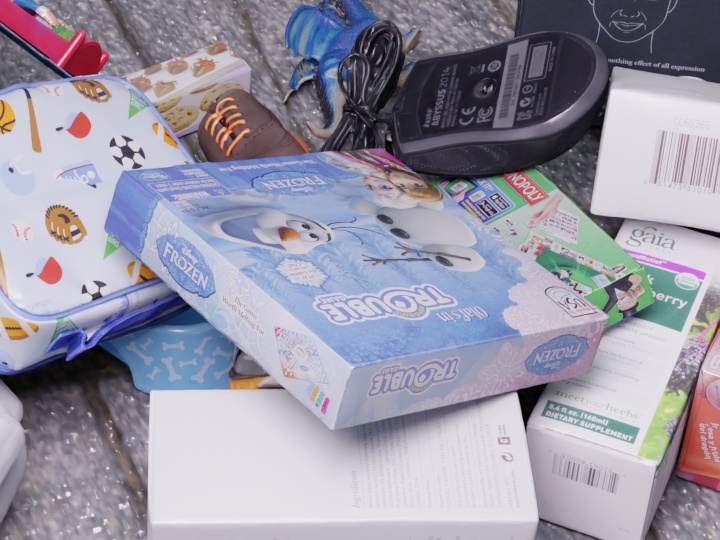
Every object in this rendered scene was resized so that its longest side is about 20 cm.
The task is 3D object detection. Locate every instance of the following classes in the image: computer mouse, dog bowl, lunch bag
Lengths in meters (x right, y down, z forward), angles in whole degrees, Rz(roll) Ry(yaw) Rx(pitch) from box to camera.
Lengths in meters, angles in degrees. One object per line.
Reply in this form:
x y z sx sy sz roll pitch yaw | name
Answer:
0.074 -0.103 1.412 0.200 0.053 0.139 -3 53 31 | computer mouse
-0.148 0.009 1.363 0.199 0.050 0.112 17 45 15 | dog bowl
-0.174 -0.025 1.255 0.200 0.076 0.160 -22 73 -47 | lunch bag

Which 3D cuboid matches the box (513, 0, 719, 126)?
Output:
0.185 -0.205 1.512 0.148 0.200 0.107 7 43 2 | box

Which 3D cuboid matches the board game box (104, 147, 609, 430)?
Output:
-0.001 0.002 1.203 0.200 0.043 0.199 -9 38 -44 | board game box

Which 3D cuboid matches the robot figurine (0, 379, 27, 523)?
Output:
-0.251 0.126 1.184 0.169 0.113 0.200 -27 27 33 | robot figurine

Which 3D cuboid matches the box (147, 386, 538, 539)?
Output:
-0.014 0.139 1.186 0.199 0.125 0.098 0 43 -5 | box

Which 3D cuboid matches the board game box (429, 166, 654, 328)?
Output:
0.075 -0.003 1.344 0.134 0.029 0.200 -26 31 -8 | board game box

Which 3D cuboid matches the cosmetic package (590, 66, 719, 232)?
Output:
0.206 -0.078 1.402 0.113 0.081 0.200 10 9 7 | cosmetic package

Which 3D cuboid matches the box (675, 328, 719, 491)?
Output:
0.274 0.046 1.330 0.102 0.095 0.200 20 45 15 | box

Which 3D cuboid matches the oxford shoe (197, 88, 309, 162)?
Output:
-0.074 -0.070 1.379 0.071 0.073 0.200 -42 11 2 | oxford shoe

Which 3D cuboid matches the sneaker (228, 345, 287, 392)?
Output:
-0.036 0.027 1.261 0.078 0.077 0.200 0 8 -2 | sneaker

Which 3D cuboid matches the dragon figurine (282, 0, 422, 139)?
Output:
-0.022 -0.145 1.534 0.099 0.059 0.200 21 45 17 | dragon figurine

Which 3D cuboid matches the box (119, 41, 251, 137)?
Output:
-0.166 -0.101 1.489 0.200 0.042 0.039 -22 49 -27 | box

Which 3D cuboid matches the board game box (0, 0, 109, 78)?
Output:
-0.210 -0.163 1.386 0.039 0.200 0.158 -54 30 -2 | board game box

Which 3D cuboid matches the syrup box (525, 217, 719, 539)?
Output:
0.163 0.061 1.314 0.079 0.082 0.200 18 46 14 | syrup box
